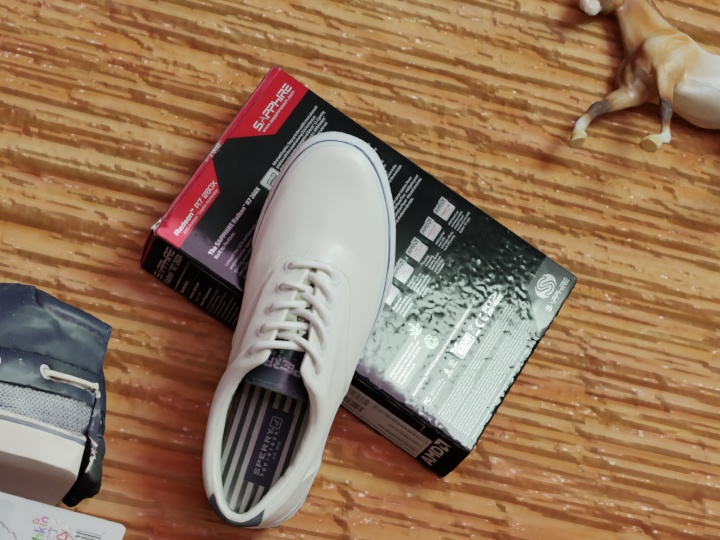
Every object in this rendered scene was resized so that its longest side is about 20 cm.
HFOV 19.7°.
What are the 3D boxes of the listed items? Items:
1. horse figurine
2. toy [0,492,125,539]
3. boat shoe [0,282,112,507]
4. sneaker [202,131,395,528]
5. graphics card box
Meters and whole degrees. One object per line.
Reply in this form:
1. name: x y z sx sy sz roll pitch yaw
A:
1. horse figurine: 0.205 -0.093 1.189 0.200 0.050 0.133 21 45 1
2. toy: -0.218 0.149 0.948 0.199 0.047 0.115 12 54 3
3. boat shoe: -0.213 0.043 0.996 0.200 0.075 0.093 21 56 -17
4. sneaker: -0.027 0.032 1.004 0.073 0.071 0.201 12 93 1
5. graphics card box: 0.000 0.000 1.088 0.200 0.051 0.126 34 62 0
